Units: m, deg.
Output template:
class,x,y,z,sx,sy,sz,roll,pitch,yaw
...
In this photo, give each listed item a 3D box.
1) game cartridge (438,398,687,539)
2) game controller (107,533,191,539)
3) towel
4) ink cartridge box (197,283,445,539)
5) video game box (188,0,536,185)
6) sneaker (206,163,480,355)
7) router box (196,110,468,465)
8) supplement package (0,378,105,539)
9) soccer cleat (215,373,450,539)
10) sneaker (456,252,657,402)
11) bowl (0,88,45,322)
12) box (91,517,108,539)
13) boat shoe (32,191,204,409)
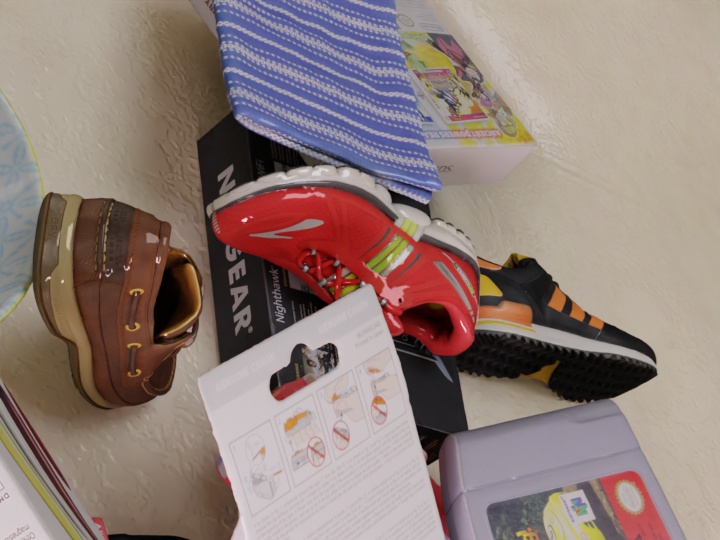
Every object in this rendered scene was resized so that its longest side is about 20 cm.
class,x,y,z,sx,sy,sz,roll,pitch,yaw
game cartridge,0.125,0.172,1.035,0.132,0.041,0.201,-12,61,-22
game controller,-0.088,0.226,0.911,0.104,0.042,0.201,19,49,-57
towel,-0.025,-0.134,1.108,0.144,0.024,0.201,20,37,-29
ink cartridge box,-0.024,0.126,0.941,0.160,0.047,0.201,-28,105,-53
video game box,0.002,-0.134,1.201,0.199,0.047,0.183,-7,53,-52
sneaker,0.000,0.000,1.058,0.199,0.077,0.086,19,55,-37
router box,-0.018,0.011,1.133,0.157,0.052,0.201,19,50,-38
supplement package,-0.181,0.097,0.646,0.201,0.147,0.191,55,-7,7
soccer cleat,-0.003,0.129,1.062,0.200,0.076,0.067,42,13,-46
sneaker,0.133,0.031,1.273,0.199,0.070,0.091,14,56,-40
bowl,-0.256,-0.030,0.847,0.199,0.107,0.201,28,44,-31
box,-0.149,0.217,0.788,0.095,0.100,0.201,5,59,-46
boat shoe,-0.112,0.023,0.923,0.200,0.067,0.073,81,11,-67
